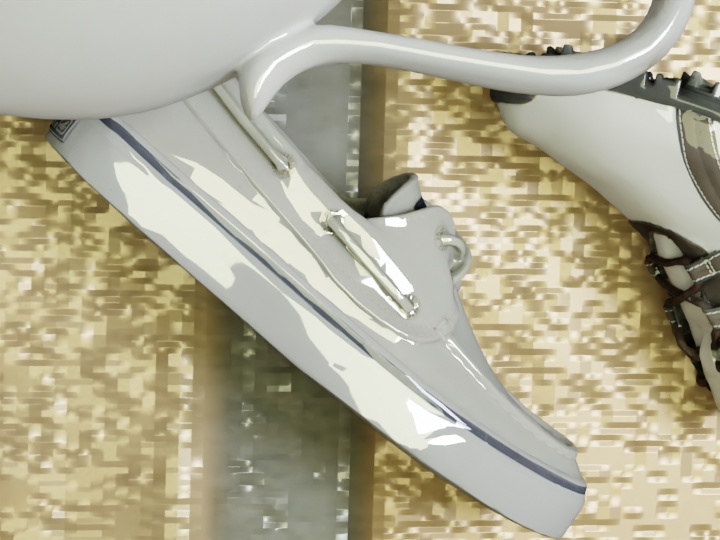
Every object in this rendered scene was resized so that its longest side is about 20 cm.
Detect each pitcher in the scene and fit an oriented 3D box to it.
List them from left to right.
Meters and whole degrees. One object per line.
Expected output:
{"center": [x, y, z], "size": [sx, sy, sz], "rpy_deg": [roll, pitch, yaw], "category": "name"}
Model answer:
{"center": [-0.021, -0.100, 0.798], "size": [0.199, 0.121, 0.172], "rpy_deg": [-26, 77, -12], "category": "pitcher"}

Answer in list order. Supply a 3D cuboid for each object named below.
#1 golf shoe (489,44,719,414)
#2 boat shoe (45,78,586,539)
{"center": [0.119, 0.001, 0.892], "size": [0.199, 0.078, 0.095], "rpy_deg": [27, 90, -12], "category": "golf shoe"}
{"center": [0.000, 0.000, 0.873], "size": [0.200, 0.072, 0.066], "rpy_deg": [40, 92, -5], "category": "boat shoe"}
